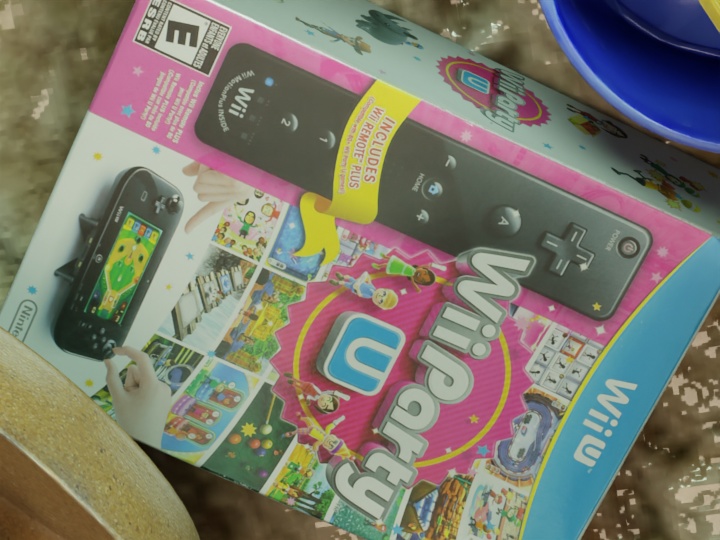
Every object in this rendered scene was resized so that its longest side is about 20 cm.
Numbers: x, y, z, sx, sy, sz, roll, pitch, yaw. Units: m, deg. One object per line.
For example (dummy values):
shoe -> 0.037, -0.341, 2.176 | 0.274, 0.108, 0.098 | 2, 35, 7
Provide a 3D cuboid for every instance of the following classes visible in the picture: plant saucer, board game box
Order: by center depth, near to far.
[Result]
plant saucer -> -0.117, 0.060, 0.778 | 0.200, 0.200, 0.035 | 44, 66, -14
board game box -> 0.000, 0.000, 0.787 | 0.199, 0.064, 0.148 | 24, 112, -7

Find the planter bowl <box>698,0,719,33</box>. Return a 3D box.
planter bowl -> 0.166, -0.115, 0.622 | 0.200, 0.083, 0.201 | 0, 89, 1

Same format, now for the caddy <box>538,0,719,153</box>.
caddy -> 0.147, -0.101, 0.713 | 0.199, 0.105, 0.142 | 10, 113, -1
